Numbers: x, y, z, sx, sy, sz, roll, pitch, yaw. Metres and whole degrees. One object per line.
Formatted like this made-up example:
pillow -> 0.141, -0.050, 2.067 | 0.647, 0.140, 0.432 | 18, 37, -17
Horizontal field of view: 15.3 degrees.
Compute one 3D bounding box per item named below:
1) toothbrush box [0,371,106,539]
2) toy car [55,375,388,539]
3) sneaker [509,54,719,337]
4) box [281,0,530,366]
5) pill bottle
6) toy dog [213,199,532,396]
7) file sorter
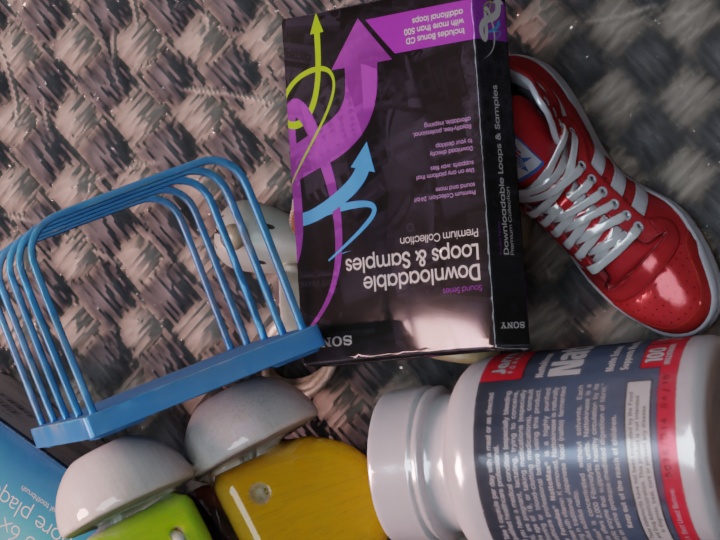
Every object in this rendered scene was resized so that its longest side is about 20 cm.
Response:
toothbrush box -> -0.233, 0.184, 1.655 | 0.146, 0.085, 0.200 | 34, 103, 19
toy car -> -0.082, 0.171, 1.549 | 0.200, 0.150, 0.175 | -25, 84, -21
sneaker -> 0.119, -0.042, 1.494 | 0.071, 0.112, 0.200 | -44, 74, 17
box -> 0.023, -0.050, 1.470 | 0.143, 0.036, 0.200 | -8, 86, 41
pill bottle -> 0.112, 0.103, 1.492 | 0.200, 0.120, 0.120 | -6, 87, 22
toy dog -> 0.000, 0.000, 1.553 | 0.200, 0.096, 0.132 | -11, 85, 22
file sorter -> -0.127, 0.019, 1.517 | 0.139, 0.200, 0.123 | -22, 91, -16
